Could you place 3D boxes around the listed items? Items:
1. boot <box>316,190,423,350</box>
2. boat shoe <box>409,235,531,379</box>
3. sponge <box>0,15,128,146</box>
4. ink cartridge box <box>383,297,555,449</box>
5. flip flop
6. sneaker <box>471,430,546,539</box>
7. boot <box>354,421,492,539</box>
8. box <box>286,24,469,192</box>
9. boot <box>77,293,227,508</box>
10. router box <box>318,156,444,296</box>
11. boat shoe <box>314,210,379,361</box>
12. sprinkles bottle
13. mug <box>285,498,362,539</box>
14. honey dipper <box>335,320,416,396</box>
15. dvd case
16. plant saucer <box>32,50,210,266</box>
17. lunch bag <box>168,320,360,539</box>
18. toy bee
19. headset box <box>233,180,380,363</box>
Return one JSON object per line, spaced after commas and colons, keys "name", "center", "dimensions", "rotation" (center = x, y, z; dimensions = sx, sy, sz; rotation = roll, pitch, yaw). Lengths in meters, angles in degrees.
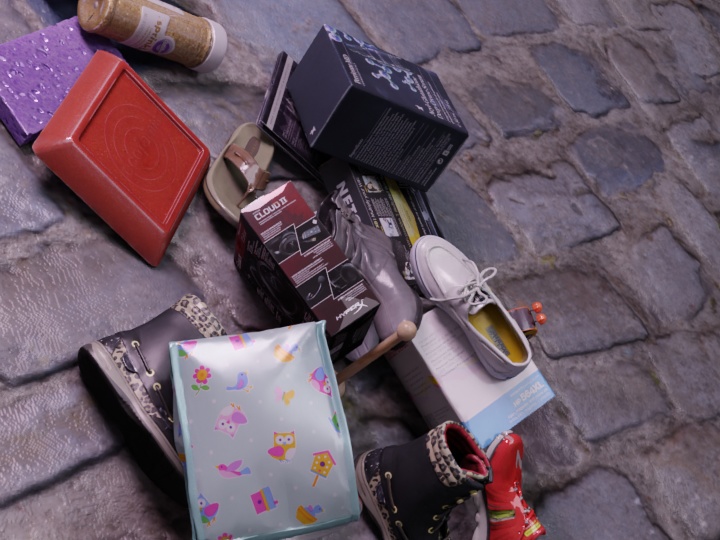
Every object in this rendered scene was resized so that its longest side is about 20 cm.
{"name": "boot", "center": [0.000, 0.000, 1.465], "dimensions": [0.131, 0.070, 0.201], "rotation": [37, 21, -32]}
{"name": "boat shoe", "center": [0.135, 0.037, 1.453], "dimensions": [0.074, 0.086, 0.203], "rotation": [-31, 84, -19]}
{"name": "sponge", "center": [-0.360, -0.230, 1.447], "dimensions": [0.112, 0.030, 0.200], "rotation": [52, 41, -1]}
{"name": "ink cartridge box", "center": [0.124, 0.116, 1.542], "dimensions": [0.124, 0.129, 0.201], "rotation": [-31, 85, -19]}
{"name": "flip flop", "center": [-0.142, -0.128, 1.547], "dimensions": [0.081, 0.057, 0.201], "rotation": [41, 37, -20]}
{"name": "sneaker", "center": [0.186, 0.290, 1.472], "dimensions": [0.077, 0.084, 0.203], "rotation": [-17, 114, -47]}
{"name": "boot", "center": [0.094, 0.278, 1.398], "dimensions": [0.205, 0.153, 0.073], "rotation": [58, 39, -1]}
{"name": "box", "center": [0.021, -0.215, 1.628], "dimensions": [0.198, 0.107, 0.149], "rotation": [17, 34, -32]}
{"name": "boot", "center": [-0.186, 0.132, 1.301], "dimensions": [0.153, 0.073, 0.204], "rotation": [-32, 82, -37]}
{"name": "router box", "center": [0.042, -0.062, 1.657], "dimensions": [0.156, 0.052, 0.202], "rotation": [-3, 67, -53]}
{"name": "boat shoe", "center": [-0.011, 0.017, 1.560], "dimensions": [0.071, 0.072, 0.202], "rotation": [3, 67, -58]}
{"name": "sprinkles bottle", "center": [-0.259, -0.305, 1.537], "dimensions": [0.199, 0.068, 0.069], "rotation": [12, 54, -50]}
{"name": "mug", "center": [-0.084, 0.192, 1.361], "dimensions": [0.132, 0.178, 0.202], "rotation": [-11, 60, -7]}
{"name": "honey dipper", "center": [0.001, 0.108, 1.410], "dimensions": [0.038, 0.200, 0.038], "rotation": [23, 49, -30]}
{"name": "dvd case", "center": [-0.056, -0.189, 1.683], "dimensions": [0.200, 0.016, 0.150], "rotation": [41, 41, -29]}
{"name": "plant saucer", "center": [-0.264, -0.140, 1.437], "dimensions": [0.200, 0.036, 0.201], "rotation": [46, 40, -25]}
{"name": "lunch bag", "center": [-0.096, 0.167, 1.199], "dimensions": [0.168, 0.122, 0.202], "rotation": [-8, 70, -11]}
{"name": "toy bee", "center": [0.195, 0.074, 1.684], "dimensions": [0.199, 0.109, 0.132], "rotation": [-26, 79, -48]}
{"name": "headset box", "center": [-0.073, 0.004, 1.432], "dimensions": [0.077, 0.149, 0.201], "rotation": [-31, 76, -20]}
